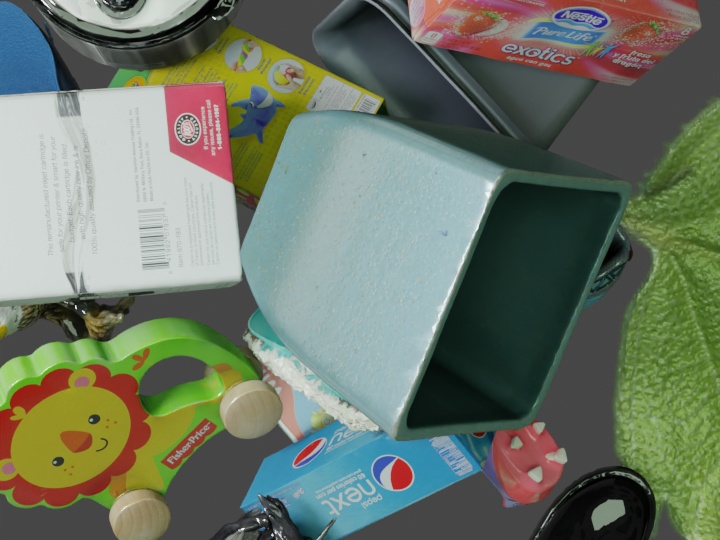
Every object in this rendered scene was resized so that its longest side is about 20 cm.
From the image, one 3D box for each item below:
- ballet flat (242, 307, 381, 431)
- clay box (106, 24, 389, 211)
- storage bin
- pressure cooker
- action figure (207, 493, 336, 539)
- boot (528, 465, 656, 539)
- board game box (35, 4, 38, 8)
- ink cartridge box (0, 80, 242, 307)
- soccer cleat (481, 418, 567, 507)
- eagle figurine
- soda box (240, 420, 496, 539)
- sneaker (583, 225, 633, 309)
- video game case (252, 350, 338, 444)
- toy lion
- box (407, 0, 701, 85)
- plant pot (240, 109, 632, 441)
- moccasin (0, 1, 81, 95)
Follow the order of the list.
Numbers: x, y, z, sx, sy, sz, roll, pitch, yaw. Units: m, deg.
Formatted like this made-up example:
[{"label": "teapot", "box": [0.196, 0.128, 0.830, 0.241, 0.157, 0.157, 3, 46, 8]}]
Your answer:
[{"label": "ballet flat", "box": [-0.013, 0.081, 1.687, 0.071, 0.200, 0.072, -16, 119, -31]}, {"label": "clay box", "box": [-0.091, -0.117, 1.706, 0.199, 0.048, 0.115, 27, 76, 17]}, {"label": "storage bin", "box": [0.083, -0.159, 1.713, 0.200, 0.145, 0.134, 48, 65, -5]}, {"label": "pressure cooker", "box": [-0.162, -0.238, 1.610, 0.176, 0.200, 0.179, -39, 89, -2]}, {"label": "action figure", "box": [-0.093, 0.243, 1.705, 0.119, 0.199, 0.102, 53, 47, -16]}, {"label": "boot", "box": [0.160, 0.251, 1.730, 0.079, 0.158, 0.211, 40, 93, -5]}, {"label": "board game box", "box": [-0.174, -0.296, 1.728, 0.199, 0.034, 0.136, -17, 95, -1]}, {"label": "ink cartridge box", "box": [-0.193, -0.053, 1.610, 0.199, 0.083, 0.146, -5, 87, -10]}, {"label": "soccer cleat", "box": [0.086, 0.095, 1.747, 0.067, 0.076, 0.200, -28, 81, -36]}, {"label": "eagle figurine", "box": [-0.276, 0.009, 1.694, 0.199, 0.151, 0.152, 27, 91, -3]}, {"label": "soda box", "box": [0.007, 0.148, 1.712, 0.199, 0.068, 0.064, -28, 109, 30]}, {"label": "sneaker", "box": [0.118, -0.013, 1.707, 0.199, 0.096, 0.080, -6, 73, -28]}, {"label": "video game case", "box": [0.019, 0.067, 1.779, 0.200, 0.017, 0.143, -41, 96, 2]}, {"label": "toy lion", "box": [-0.188, 0.110, 1.696, 0.200, 0.069, 0.192, -43, 130, 9]}, {"label": "box", "box": [0.139, -0.215, 1.633, 0.199, 0.095, 0.103, 9, 61, -29]}, {"label": "plant pot", "box": [0.035, -0.018, 1.570, 0.200, 0.195, 0.197, 30, 105, 30]}, {"label": "moccasin", "box": [-0.243, -0.113, 1.716, 0.080, 0.068, 0.201, -29, 70, 5]}]
